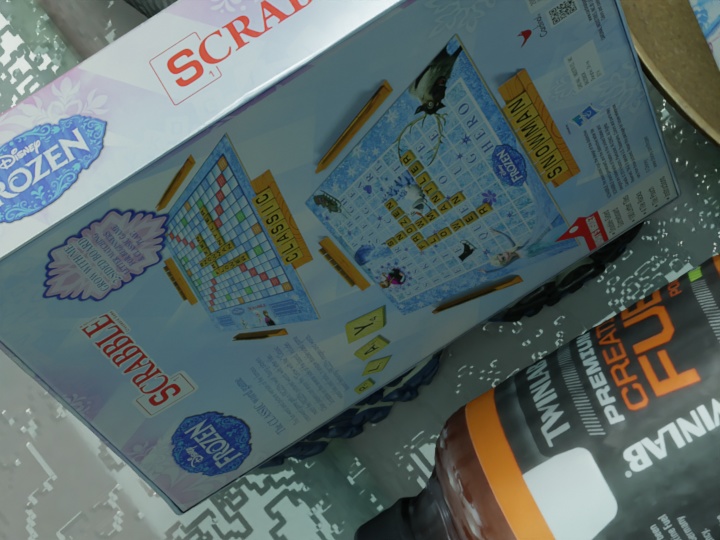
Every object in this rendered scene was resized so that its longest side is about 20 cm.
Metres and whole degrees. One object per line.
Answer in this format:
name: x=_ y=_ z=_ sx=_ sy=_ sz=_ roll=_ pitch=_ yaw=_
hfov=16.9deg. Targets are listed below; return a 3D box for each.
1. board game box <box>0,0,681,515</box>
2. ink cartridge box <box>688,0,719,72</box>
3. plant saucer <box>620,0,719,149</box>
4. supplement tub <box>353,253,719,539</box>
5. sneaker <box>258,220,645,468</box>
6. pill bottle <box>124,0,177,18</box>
board game box: x=-0.010 y=-0.023 z=0.716 sx=0.199 sy=0.200 sz=0.041 roll=-32 pitch=63 yaw=0
ink cartridge box: x=0.169 y=-0.108 z=0.697 sx=0.144 sy=0.085 sz=0.201 roll=-34 pitch=104 yaw=-25
plant saucer: x=0.145 y=-0.105 z=0.790 sx=0.199 sy=0.035 sz=0.201 roll=10 pitch=67 yaw=-25
supplement tub: x=0.098 y=0.067 z=0.796 sx=0.199 sy=0.107 sz=0.107 roll=-32 pitch=78 yaw=9
sneaker: x=0.000 y=0.000 z=0.852 sx=0.199 sy=0.077 sz=0.085 roll=-31 pitch=71 yaw=1
pill bottle: x=-0.028 y=-0.123 z=0.820 sx=0.200 sy=0.114 sz=0.114 roll=37 pitch=95 yaw=35
